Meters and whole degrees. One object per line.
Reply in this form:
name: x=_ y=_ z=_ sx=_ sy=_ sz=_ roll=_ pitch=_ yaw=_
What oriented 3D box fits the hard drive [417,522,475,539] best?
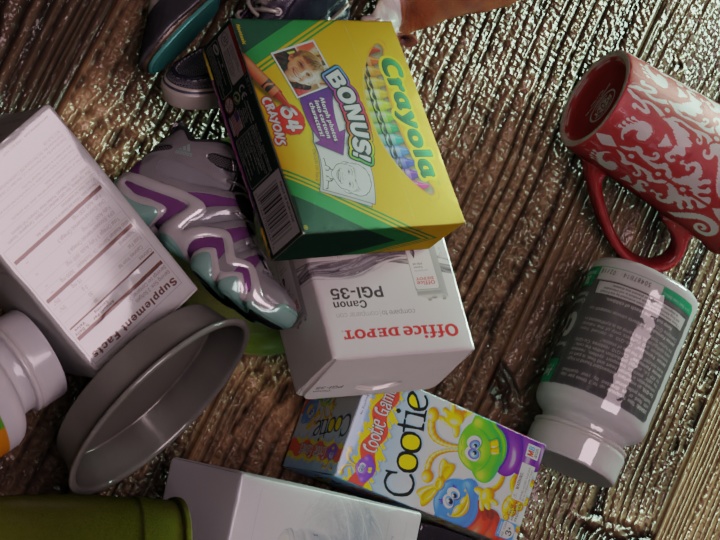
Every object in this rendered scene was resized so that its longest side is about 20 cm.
hard drive: x=0.099 y=0.320 z=1.827 sx=0.200 sy=0.042 sz=0.135 roll=28 pitch=89 yaw=-27

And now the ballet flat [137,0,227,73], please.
ballet flat: x=-0.136 y=-0.255 z=1.708 sx=0.200 sy=0.073 sz=0.073 roll=-43 pitch=109 yaw=-15

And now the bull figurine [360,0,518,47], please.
bull figurine: x=0.073 y=-0.274 z=1.807 sx=0.200 sy=0.065 sz=0.122 roll=-19 pitch=125 yaw=-33

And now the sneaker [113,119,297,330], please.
sneaker: x=-0.102 y=-0.053 z=1.643 sx=0.200 sy=0.078 sz=0.140 roll=38 pitch=81 yaw=12

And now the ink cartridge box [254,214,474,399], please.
ink cartridge box: x=0.000 y=0.000 z=1.691 sx=0.146 sy=0.083 sz=0.200 roll=-3 pitch=66 yaw=-29

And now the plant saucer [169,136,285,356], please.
plant saucer: x=-0.092 y=-0.024 z=1.745 sx=0.200 sy=0.031 sz=0.200 roll=1 pitch=88 yaw=-28

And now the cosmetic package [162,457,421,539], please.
cosmetic package: x=-0.076 y=0.282 z=1.689 sx=0.200 sy=0.123 sz=0.200 roll=16 pitch=82 yaw=-34

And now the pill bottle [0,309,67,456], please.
pill bottle: x=-0.340 y=0.117 z=1.566 sx=0.200 sy=0.111 sz=0.111 roll=-34 pitch=105 yaw=-24

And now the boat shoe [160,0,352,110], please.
boat shoe: x=-0.091 y=-0.214 z=1.706 sx=0.200 sy=0.075 sz=0.093 roll=-28 pitch=136 yaw=-33

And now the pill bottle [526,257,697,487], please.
pill bottle: x=0.238 y=0.099 z=1.876 sx=0.113 sy=0.113 sz=0.200 roll=31 pitch=75 yaw=-25

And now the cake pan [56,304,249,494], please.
cake pan: x=-0.176 y=0.104 z=1.624 sx=0.200 sy=0.200 sz=0.037 roll=-40 pitch=74 yaw=-22

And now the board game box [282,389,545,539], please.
board game box: x=0.050 y=0.168 z=1.780 sx=0.200 sy=0.105 sz=0.103 roll=25 pitch=78 yaw=-27

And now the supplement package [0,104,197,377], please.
supplement package: x=-0.254 y=-0.022 z=1.610 sx=0.117 sy=0.117 sz=0.200 roll=-44 pitch=110 yaw=-21

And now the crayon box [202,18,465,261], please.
crayon box: x=-0.022 y=-0.113 z=1.639 sx=0.172 sy=0.058 sz=0.200 roll=-6 pitch=69 yaw=-37

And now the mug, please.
mug: x=0.296 y=-0.102 z=1.901 sx=0.200 sy=0.133 sz=0.178 roll=30 pitch=75 yaw=-21

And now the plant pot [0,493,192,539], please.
plant pot: x=-0.258 y=0.263 z=1.578 sx=0.193 sy=0.200 sz=0.201 roll=14 pitch=83 yaw=-18
